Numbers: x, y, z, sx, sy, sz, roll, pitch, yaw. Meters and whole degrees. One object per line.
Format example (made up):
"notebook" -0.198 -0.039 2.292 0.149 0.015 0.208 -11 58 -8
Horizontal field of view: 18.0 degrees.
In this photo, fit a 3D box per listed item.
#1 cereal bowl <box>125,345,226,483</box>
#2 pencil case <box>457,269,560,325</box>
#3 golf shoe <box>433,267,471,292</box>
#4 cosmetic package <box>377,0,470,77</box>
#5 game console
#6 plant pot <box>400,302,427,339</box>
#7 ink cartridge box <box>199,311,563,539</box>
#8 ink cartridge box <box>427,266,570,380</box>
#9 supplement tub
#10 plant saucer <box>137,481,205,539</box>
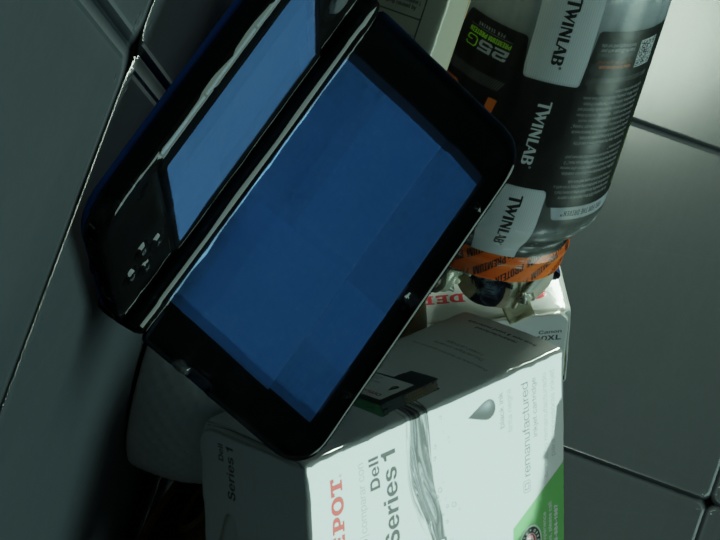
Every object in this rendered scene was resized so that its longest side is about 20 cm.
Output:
"cereal bowl" -0.058 0.031 1.285 0.200 0.083 0.201 19 90 -85
"pencil case" 0.102 -0.051 1.517 0.078 0.090 0.200 -27 153 -16
"golf shoe" 0.000 0.000 1.487 0.200 0.097 0.078 -50 -159 36
"cosmetic package" -0.012 -0.101 1.147 0.071 0.105 0.201 -21 132 -79
"game console" -0.018 -0.041 1.022 0.200 0.118 0.171 -56 169 -17
"plant pot" -0.013 -0.006 1.374 0.200 0.027 0.201 167 -90 -69
"ink cartridge box" 0.016 0.126 1.249 0.200 0.084 0.147 -22 119 -39
"ink cartridge box" 0.068 -0.007 1.693 0.084 0.144 0.201 89 -5 -46
"supplement tub" 0.096 -0.102 1.289 0.123 0.122 0.201 -61 168 -61
"plant saucer" -0.082 0.147 1.360 0.200 0.035 0.200 -45 -163 18
